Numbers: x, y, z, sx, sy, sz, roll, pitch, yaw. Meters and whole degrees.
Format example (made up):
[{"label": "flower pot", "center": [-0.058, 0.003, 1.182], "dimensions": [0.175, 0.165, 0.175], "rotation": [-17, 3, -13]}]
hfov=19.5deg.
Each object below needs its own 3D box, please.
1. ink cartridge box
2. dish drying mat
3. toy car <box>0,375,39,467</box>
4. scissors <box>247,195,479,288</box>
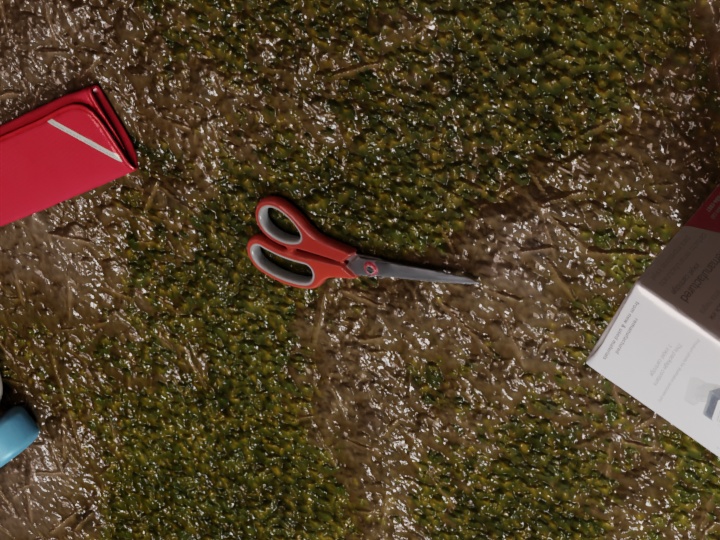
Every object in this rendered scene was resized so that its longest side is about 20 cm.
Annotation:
[{"label": "ink cartridge box", "center": [0.263, 0.054, 1.275], "dimensions": [0.200, 0.146, 0.085], "rotation": [36, 135, 11]}, {"label": "dish drying mat", "center": [-0.256, -0.088, 1.672], "dimensions": [0.200, 0.018, 0.077], "rotation": [-18, 109, 44]}, {"label": "toy car", "center": [-0.425, 0.144, 1.841], "dimensions": [0.185, 0.200, 0.177], "rotation": [51, 137, -6]}, {"label": "scissors", "center": [0.000, 0.000, 1.542], "dimensions": [0.199, 0.014, 0.073], "rotation": [21, 129, 24]}]
